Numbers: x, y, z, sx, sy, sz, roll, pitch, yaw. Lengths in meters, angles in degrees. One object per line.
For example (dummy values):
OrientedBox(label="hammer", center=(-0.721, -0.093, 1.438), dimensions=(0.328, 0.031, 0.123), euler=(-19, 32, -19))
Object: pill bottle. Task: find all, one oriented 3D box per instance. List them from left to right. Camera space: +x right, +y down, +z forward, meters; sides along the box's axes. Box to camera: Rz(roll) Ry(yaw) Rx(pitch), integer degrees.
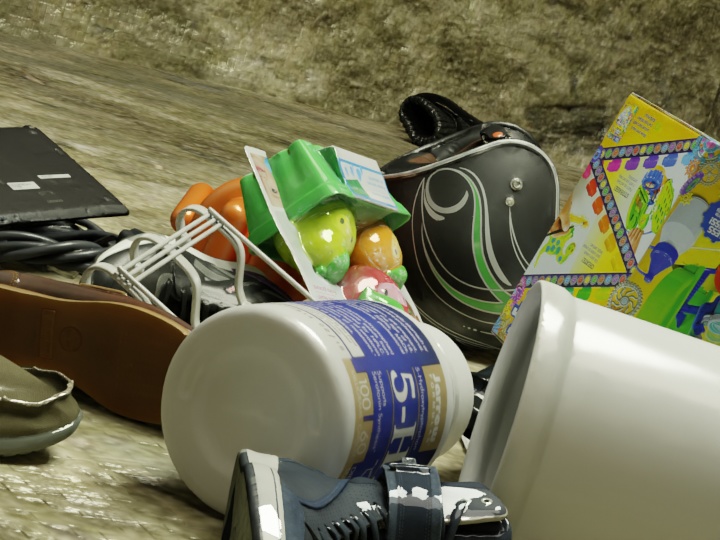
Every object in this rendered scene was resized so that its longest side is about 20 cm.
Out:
OrientedBox(label="pill bottle", center=(-0.015, 0.076, 1.233), dimensions=(0.120, 0.120, 0.200), euler=(21, 11, 26))

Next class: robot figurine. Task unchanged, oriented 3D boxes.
OrientedBox(label="robot figurine", center=(-0.075, -0.026, 1.760), dimensions=(0.144, 0.117, 0.200), euler=(-12, 3, 13))

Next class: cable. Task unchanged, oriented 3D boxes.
OrientedBox(label="cable", center=(-0.245, -0.016, 1.647), dimensions=(0.163, 0.051, 0.200), euler=(3, 10, -25))

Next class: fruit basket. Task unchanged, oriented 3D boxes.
OrientedBox(label="fruit basket", center=(0.000, 0.000, 1.599), dimensions=(0.200, 0.094, 0.185), euler=(58, 19, 22))

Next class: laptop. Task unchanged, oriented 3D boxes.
OrientedBox(label="laptop", center=(-0.319, -0.056, 1.666), dimensions=(0.200, 0.103, 0.177), euler=(40, 28, 29))

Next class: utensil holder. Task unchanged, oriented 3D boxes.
OrientedBox(label="utensil holder", center=(0.167, 0.116, 1.178), dimensions=(0.200, 0.170, 0.170), euler=(18, 9, -1))

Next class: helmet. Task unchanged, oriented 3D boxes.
OrientedBox(label="helmet", center=(0.115, -0.023, 1.856), dimensions=(0.200, 0.191, 0.200), euler=(-19, 10, 4))

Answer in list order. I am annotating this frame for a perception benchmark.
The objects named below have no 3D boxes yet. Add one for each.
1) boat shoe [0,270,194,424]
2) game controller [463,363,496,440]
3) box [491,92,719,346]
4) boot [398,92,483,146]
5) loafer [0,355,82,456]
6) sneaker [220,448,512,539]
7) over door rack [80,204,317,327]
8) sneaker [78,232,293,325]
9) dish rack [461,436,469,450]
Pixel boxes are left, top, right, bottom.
OrientedBox(label="boat shoe", center=(-0.166, 0.041, 1.332), dimensions=(0.200, 0.070, 0.070), euler=(19, 13, 15))
OrientedBox(label="game controller", center=(0.146, 0.123, 1.371), dimensions=(0.200, 0.042, 0.104), euler=(34, 20, 23))
OrientedBox(label="box", center=(0.233, 0.019, 1.438), dimensions=(0.200, 0.193, 0.122), euler=(25, 9, -26))
OrientedBox(label="boot", center=(0.110, -0.261, 3.640), dimensions=(0.158, 0.080, 0.211), euler=(7, 13, -45))
OrientedBox(label="loafer", center=(-0.241, 0.050, 1.145), dimensions=(0.200, 0.070, 0.075), euler=(12, 10, -26))
OrientedBox(label="sneaker", center=(0.005, 0.138, 1.031), dimensions=(0.146, 0.077, 0.202), euler=(13, 8, -3))
OrientedBox(label="over door rack", center=(-0.076, 0.043, 1.433), dimensions=(0.200, 0.067, 0.148), euler=(31, 29, 11))
OrientedBox(label="sneaker", center=(-0.110, 0.026, 1.532), dimensions=(0.088, 0.076, 0.200), euler=(32, 16, 39))
OrientedBox(label="dish rack", center=(0.174, 0.134, 1.477), dimensions=(0.200, 0.044, 0.172), euler=(16, 9, -6))
